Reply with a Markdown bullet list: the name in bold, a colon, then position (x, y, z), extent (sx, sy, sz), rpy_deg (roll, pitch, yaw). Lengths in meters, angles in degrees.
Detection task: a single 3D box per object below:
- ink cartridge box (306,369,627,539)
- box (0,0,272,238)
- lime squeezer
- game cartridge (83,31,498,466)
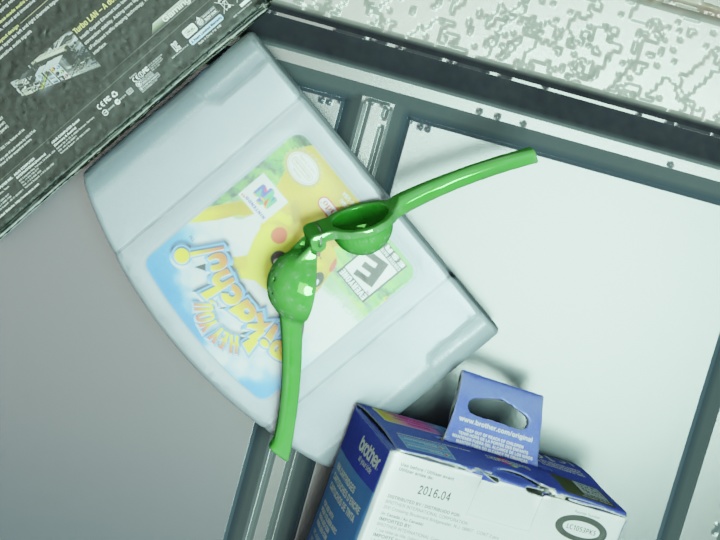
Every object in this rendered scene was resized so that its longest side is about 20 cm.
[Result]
- **ink cartridge box**: position (0.043, 0.155, 0.934), extent (0.136, 0.076, 0.201), rpy_deg (18, 100, -20)
- **box**: position (-0.168, -0.127, 0.894), extent (0.200, 0.086, 0.164), rpy_deg (-40, 98, 5)
- **lime squeezer**: position (0.000, 0.000, 0.908), extent (0.071, 0.038, 0.200), rpy_deg (39, 96, -7)
- **game cartridge**: position (-0.041, -0.003, 0.943), extent (0.133, 0.040, 0.200), rpy_deg (-40, 97, 9)
